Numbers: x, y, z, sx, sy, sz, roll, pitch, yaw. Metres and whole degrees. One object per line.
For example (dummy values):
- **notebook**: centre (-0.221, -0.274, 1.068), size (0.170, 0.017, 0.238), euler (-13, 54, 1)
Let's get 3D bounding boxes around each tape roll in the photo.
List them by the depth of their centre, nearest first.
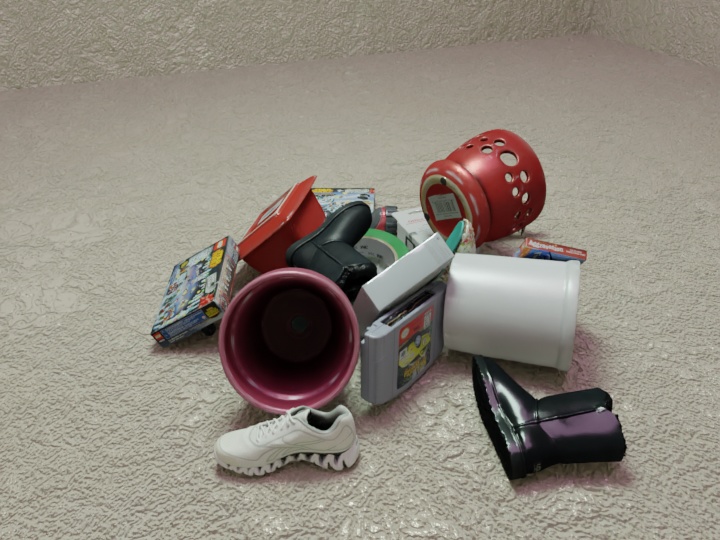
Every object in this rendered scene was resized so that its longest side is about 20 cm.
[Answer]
- **tape roll**: centre (0.000, 0.000, 1.195), size (0.195, 0.049, 0.203), euler (-2, 42, 2)

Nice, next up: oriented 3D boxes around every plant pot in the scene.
- **plant pot**: centre (-0.101, 0.094, 0.937), size (0.195, 0.205, 0.179), euler (-3, 4, -2)
- **plant pot**: centre (0.226, -0.145, 1.197), size (0.181, 0.204, 0.199), euler (-30, 40, -27)

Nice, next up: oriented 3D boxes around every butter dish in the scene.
- **butter dish**: centre (-0.140, -0.062, 1.260), size (0.199, 0.148, 0.201), euler (-34, 20, 32)

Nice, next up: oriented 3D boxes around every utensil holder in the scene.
- **utensil holder**: centre (0.243, 0.062, 1.006), size (0.195, 0.173, 0.171), euler (6, 31, 18)

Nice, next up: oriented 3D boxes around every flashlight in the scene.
- **flashlight**: centre (-0.014, -0.112, 1.394), size (0.195, 0.068, 0.069), euler (2, 64, -4)

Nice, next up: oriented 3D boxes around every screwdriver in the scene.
- **screwdriver**: centre (-0.310, 0.066, 1.158), size (0.029, 0.028, 0.199), euler (13, 16, -39)

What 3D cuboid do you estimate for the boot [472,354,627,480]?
- **boot**: centre (0.256, 0.190, 0.871), size (0.164, 0.078, 0.202), euler (-9, 38, -6)

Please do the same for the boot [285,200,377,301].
- **boot**: centre (-0.018, -0.030, 1.118), size (0.199, 0.077, 0.167), euler (-35, 43, -20)

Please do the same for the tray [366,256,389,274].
- **tray**: centre (0.009, -0.025, 1.298), size (0.105, 0.023, 0.201), euler (3, 31, 6)

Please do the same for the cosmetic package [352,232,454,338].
- **cosmetic package**: centre (0.059, 0.030, 1.011), size (0.149, 0.200, 0.052), euler (-33, 79, -15)

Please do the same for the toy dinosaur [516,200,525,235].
- **toy dinosaur**: centre (0.300, -0.122, 1.399), size (0.133, 0.088, 0.198), euler (-10, 13, -34)

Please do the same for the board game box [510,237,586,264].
- **board game box**: centre (0.301, 0.001, 1.081), size (0.100, 0.201, 0.020), euler (11, 68, -3)

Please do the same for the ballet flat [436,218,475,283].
- **ballet flat**: centre (0.171, -0.018, 1.127), size (0.063, 0.201, 0.077), euler (18, 53, -8)

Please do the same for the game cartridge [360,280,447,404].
- **game cartridge**: centre (0.071, 0.113, 0.954), size (0.040, 0.136, 0.199), euler (23, 35, 31)

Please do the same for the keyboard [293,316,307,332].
- **keyboard**: centre (-0.150, 0.100, 1.099), size (0.103, 0.040, 0.200), euler (32, 37, 7)

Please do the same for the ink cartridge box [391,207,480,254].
- **ink cartridge box**: centre (0.151, -0.060, 1.306), size (0.113, 0.068, 0.201), euler (-12, 33, -17)

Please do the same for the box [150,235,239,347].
- **box**: centre (-0.291, 0.033, 1.117), size (0.135, 0.040, 0.202), euler (-26, 32, 14)

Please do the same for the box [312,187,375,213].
- **box**: centre (-0.063, -0.154, 1.499), size (0.195, 0.041, 0.138), euler (1, 32, 4)

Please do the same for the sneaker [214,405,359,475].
- **sneaker**: centre (-0.100, 0.220, 0.837), size (0.195, 0.083, 0.076), euler (-5, 32, -3)
